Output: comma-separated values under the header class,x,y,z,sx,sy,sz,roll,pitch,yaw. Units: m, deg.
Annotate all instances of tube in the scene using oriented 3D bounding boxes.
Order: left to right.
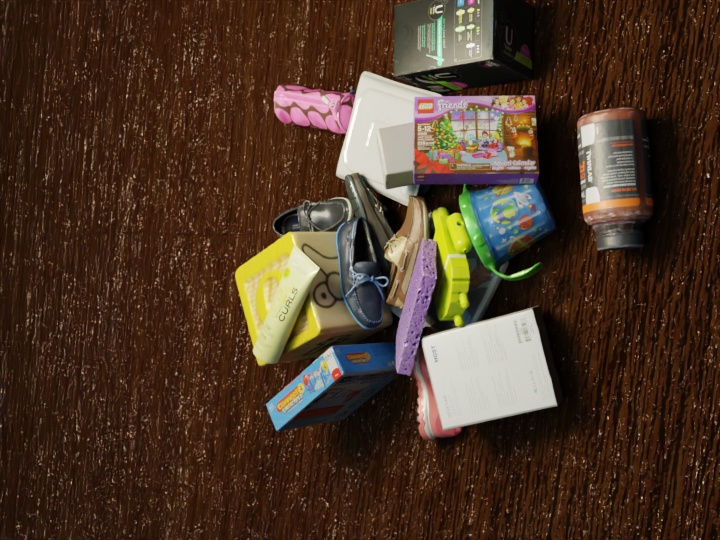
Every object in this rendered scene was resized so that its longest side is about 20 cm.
class,x,y,z,sx,sy,sz,roll,pitch,yaw
tube,-0.130,0.062,1.422,0.057,0.052,0.203,24,109,-1

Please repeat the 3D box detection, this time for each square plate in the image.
class,x,y,z,sx,sy,sz,roll,pitch,yaw
square plate,0.043,-0.243,1.507,0.196,0.028,0.205,26,107,36

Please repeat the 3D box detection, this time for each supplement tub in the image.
class,x,y,z,sx,sy,sz,roll,pitch,yaw
supplement tub,0.384,-0.135,1.245,0.105,0.106,0.206,-6,85,38

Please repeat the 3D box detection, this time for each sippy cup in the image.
class,x,y,z,sx,sy,sz,roll,pitch,yaw
sippy cup,0.244,-0.087,1.344,0.128,0.140,0.181,-24,105,17

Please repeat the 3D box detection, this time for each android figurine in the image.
class,x,y,z,sx,sy,sz,roll,pitch,yaw
android figurine,0.148,-0.002,1.380,0.185,0.040,0.203,100,165,-45

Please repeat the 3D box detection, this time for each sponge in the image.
class,x,y,z,sx,sy,sz,roll,pitch,yaw
sponge,0.093,0.061,1.390,0.029,0.112,0.204,11,121,-3

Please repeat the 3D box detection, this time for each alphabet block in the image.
class,x,y,z,sx,sy,sz,roll,pitch,yaw
alphabet block,-0.088,0.050,1.548,0.195,0.197,0.200,-32,70,40

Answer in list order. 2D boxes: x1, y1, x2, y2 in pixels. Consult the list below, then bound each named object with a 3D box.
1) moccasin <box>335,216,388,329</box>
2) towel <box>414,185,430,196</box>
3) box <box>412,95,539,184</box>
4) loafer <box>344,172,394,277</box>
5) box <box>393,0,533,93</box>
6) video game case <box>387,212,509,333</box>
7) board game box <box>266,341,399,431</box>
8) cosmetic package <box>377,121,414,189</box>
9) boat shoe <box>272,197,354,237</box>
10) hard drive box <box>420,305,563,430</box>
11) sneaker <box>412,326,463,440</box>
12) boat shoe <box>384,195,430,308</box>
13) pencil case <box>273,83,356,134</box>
class,x,y,z,sx,sy,sz,roll,pitch,yaw
moccasin,0.000,0.000,1.462,0.068,0.079,0.205,-37,65,48
towel,0.066,-0.226,1.538,0.200,0.048,0.113,47,117,28
box,0.180,-0.207,1.307,0.194,0.039,0.140,0,68,4
loafer,0.031,-0.090,1.532,0.072,0.062,0.204,-173,61,-79
box,0.173,-0.384,1.390,0.196,0.147,0.128,0,88,38
video game case,0.152,0.028,1.481,0.181,0.023,0.204,36,111,33
board game box,-0.041,0.212,1.521,0.195,0.198,0.057,-42,64,29
cosmetic package,0.127,-0.203,1.393,0.194,0.107,0.093,-8,82,-2
boat shoe,-0.096,-0.100,1.657,0.196,0.062,0.077,-10,81,37
hard drive box,0.215,0.160,1.356,0.196,0.076,0.160,-16,85,22
sneaker,0.143,0.198,1.462,0.085,0.074,0.206,-3,99,22
boat shoe,0.079,-0.029,1.454,0.076,0.072,0.206,-119,33,-77
pencil case,-0.088,-0.323,1.634,0.197,0.093,0.093,14,97,38
